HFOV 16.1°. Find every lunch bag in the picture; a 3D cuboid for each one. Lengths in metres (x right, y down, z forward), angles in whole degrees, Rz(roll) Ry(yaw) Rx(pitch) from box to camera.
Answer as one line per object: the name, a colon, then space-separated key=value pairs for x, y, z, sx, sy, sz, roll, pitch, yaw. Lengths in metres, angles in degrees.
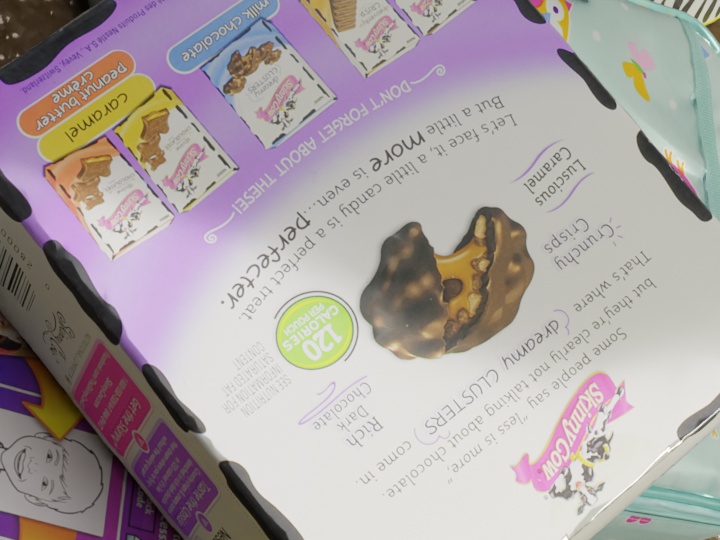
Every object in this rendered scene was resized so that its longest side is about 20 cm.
lunch bag: x=0.074 y=-0.008 z=0.860 sx=0.160 sy=0.077 sz=0.202 roll=13 pitch=64 yaw=-39

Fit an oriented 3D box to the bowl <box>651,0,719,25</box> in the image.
bowl: x=0.107 y=-0.199 z=0.963 sx=0.199 sy=0.094 sz=0.202 roll=11 pitch=64 yaw=-24

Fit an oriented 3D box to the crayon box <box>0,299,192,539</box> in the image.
crayon box: x=-0.085 y=0.075 z=0.742 sx=0.171 sy=0.058 sz=0.201 roll=17 pitch=55 yaw=-19

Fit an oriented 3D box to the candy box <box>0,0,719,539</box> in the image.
candy box: x=0.000 y=0.000 z=0.727 sx=0.167 sy=0.072 sz=0.200 roll=-36 pitch=82 yaw=-25

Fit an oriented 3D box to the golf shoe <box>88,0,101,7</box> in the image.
golf shoe: x=-0.055 y=-0.105 z=0.855 sx=0.091 sy=0.075 sz=0.202 roll=13 pitch=65 yaw=-41
